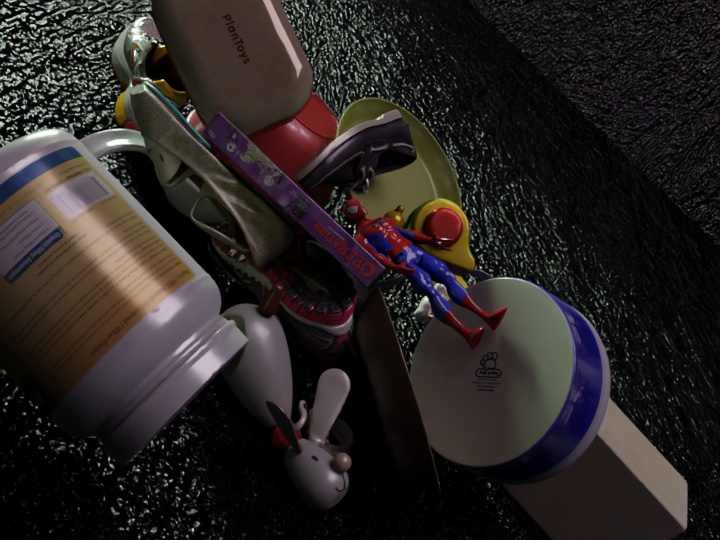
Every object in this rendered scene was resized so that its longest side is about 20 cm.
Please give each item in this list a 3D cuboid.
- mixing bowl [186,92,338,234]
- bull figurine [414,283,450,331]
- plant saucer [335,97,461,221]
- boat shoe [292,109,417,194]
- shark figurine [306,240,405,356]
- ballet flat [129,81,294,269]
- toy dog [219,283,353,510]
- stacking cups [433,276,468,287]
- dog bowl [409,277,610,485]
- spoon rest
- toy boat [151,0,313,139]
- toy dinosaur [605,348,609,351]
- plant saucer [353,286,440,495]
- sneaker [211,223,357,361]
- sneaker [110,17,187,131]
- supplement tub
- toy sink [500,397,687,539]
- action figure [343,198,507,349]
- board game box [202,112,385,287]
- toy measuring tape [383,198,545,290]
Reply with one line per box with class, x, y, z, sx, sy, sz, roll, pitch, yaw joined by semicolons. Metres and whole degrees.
mixing bowl;-0.093;-0.152;1.045;0.199;0.108;0.201;35;30;-23
bull figurine;0.140;0.103;1.054;0.120;0.065;0.201;-10;59;-9
plant saucer;0.040;-0.106;1.044;0.199;0.031;0.202;23;54;-34
boat shoe;0.003;-0.115;0.937;0.063;0.072;0.200;57;36;-3
shark figurine;0.008;0.010;0.978;0.129;0.089;0.214;65;10;-2
ballet flat;-0.144;-0.082;0.800;0.200;0.062;0.067;43;-11;-5
toy dog;-0.061;0.093;0.762;0.200;0.096;0.132;45;27;-3
stacking cups;0.153;0.088;1.140;0.201;0.060;0.060;56;27;9
dog bowl;0.149;0.112;0.919;0.079;0.200;0.201;29;30;-45
spoon rest;-0.189;-0.093;0.866;0.199;0.061;0.100;9;35;-50
toy boat;-0.140;-0.232;0.945;0.201;0.130;0.131;65;-15;-1
toy dinosaur;0.274;0.091;1.284;0.136;0.086;0.199;49;20;20
plant saucer;0.029;0.116;0.840;0.200;0.036;0.202;164;-90;-88
sneaker;-0.080;0.012;0.862;0.080;0.075;0.200;-22;44;-27
sneaker;-0.219;-0.218;0.977;0.077;0.082;0.201;24;33;-37
supplement tub;-0.189;0.020;0.619;0.200;0.145;0.145;46;26;0
toy sink;0.251;0.222;1.007;0.200;0.130;0.112;46;26;2
action figure;0.057;-0.008;0.904;0.200;0.052;0.065;39;55;19
board game box;-0.056;-0.061;0.830;0.200;0.032;0.120;44;-3;4
toy measuring tape;0.118;-0.030;0.978;0.198;0.074;0.074;21;32;-10
